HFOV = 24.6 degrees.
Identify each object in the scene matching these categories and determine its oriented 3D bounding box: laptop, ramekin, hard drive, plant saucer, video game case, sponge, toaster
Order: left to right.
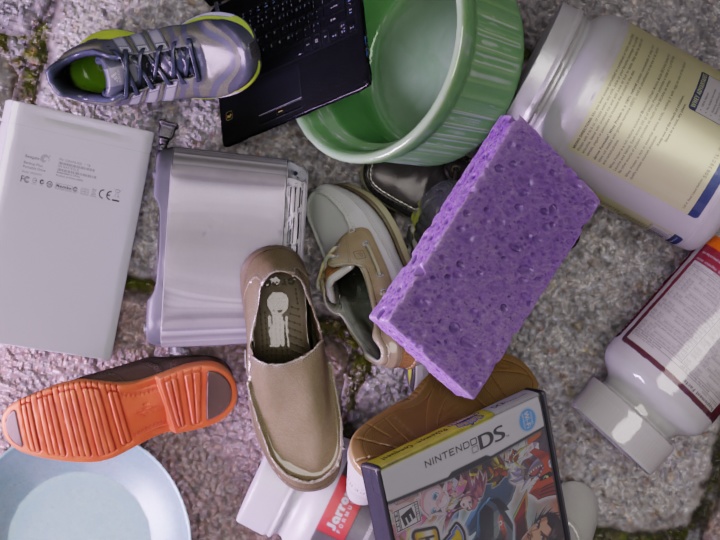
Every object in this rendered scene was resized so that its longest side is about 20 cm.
[{"bbox_3d":[-0.256,-0.032,1.402,0.131,0.027,0.202,11,90,-31],"label":"hard drive"},{"bbox_3d":[-0.244,0.236,1.419,0.199,0.039,0.203,0,82,-3],"label":"plant saucer"},{"bbox_3d":[-0.112,-0.026,1.390,0.128,0.114,0.202,3,93,-4],"label":"toaster"},{"bbox_3d":[-0.095,-0.226,1.347,0.177,0.103,0.202,-18,73,42],"label":"laptop"},{"bbox_3d":[0.039,-0.180,1.353,0.199,0.097,0.202,-7,80,43],"label":"ramekin"},{"bbox_3d":[0.094,0.217,1.320,0.180,0.025,0.201,-20,106,-34],"label":"video game case"},{"bbox_3d":[0.102,-0.011,1.310,0.111,0.030,0.201,41,75,-28],"label":"sponge"}]

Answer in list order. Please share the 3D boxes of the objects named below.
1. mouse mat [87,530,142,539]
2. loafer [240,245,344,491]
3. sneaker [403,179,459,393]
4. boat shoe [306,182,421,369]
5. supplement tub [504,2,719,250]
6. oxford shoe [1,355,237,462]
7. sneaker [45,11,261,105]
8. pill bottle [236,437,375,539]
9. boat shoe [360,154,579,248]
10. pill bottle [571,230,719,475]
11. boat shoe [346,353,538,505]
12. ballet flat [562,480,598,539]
[{"bbox_3d":[-0.186,0.341,1.444,0.160,0.008,0.201,16,89,-1],"label":"mouse mat"},{"bbox_3d":[-0.059,0.081,1.312,0.075,0.067,0.201,-14,92,-1],"label":"loafer"},{"bbox_3d":[0.083,0.014,1.400,0.084,0.075,0.201,-1,120,-13],"label":"sneaker"},{"bbox_3d":[0.000,0.000,1.366,0.068,0.075,0.200,-13,47,-30],"label":"boat shoe"},{"bbox_3d":[0.227,-0.123,1.377,0.199,0.145,0.146,28,90,-1],"label":"supplement tub"},{"bbox_3d":[-0.205,0.114,1.407,0.198,0.073,0.072,-8,105,-7],"label":"oxford shoe"},{"bbox_3d":[-0.172,-0.166,1.366,0.199,0.081,0.074,-6,107,29],"label":"sneaker"},{"bbox_3d":[0.004,0.211,1.391,0.199,0.114,0.114,26,90,-1],"label":"pill bottle"},{"bbox_3d":[0.097,-0.063,1.415,0.200,0.066,0.072,20,90,-1],"label":"boat shoe"},{"bbox_3d":[0.278,0.069,1.397,0.109,0.110,0.200,41,90,-1],"label":"pill bottle"},{"bbox_3d":[0.062,0.131,1.363,0.199,0.070,0.071,-24,61,-33],"label":"boat shoe"},{"bbox_3d":[0.136,0.267,1.419,0.069,0.069,0.200,44,90,-1],"label":"ballet flat"}]
